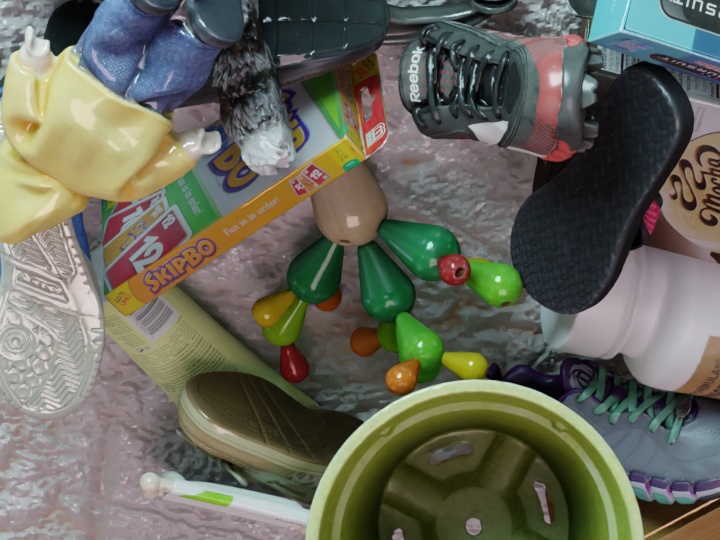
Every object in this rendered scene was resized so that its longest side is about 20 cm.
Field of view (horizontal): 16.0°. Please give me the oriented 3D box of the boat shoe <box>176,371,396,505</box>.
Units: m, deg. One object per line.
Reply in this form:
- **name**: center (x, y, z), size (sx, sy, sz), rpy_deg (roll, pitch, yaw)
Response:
- **boat shoe**: center (-0.052, 0.120, 1.653), size (0.063, 0.073, 0.200), rpy_deg (-44, 139, 19)

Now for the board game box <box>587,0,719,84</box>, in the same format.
- **board game box**: center (0.220, -0.201, 1.398), size (0.150, 0.047, 0.201), rpy_deg (16, 82, -18)

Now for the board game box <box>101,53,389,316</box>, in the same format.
- **board game box**: center (-0.071, -0.058, 1.524), size (0.200, 0.096, 0.030), rpy_deg (-30, 126, 17)

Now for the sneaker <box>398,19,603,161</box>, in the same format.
- **sneaker**: center (0.074, -0.103, 1.447), size (0.098, 0.200, 0.071), rpy_deg (6, 95, -14)

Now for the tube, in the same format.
- **tube**: center (-0.110, 0.055, 1.645), size (0.058, 0.052, 0.200), rpy_deg (5, 150, 41)

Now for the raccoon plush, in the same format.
- **raccoon plush**: center (-0.127, -0.137, 1.413), size (0.134, 0.201, 0.097), rpy_deg (-17, 162, 8)

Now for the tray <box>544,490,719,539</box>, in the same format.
- **tray**: center (0.221, 0.144, 1.715), size (0.200, 0.099, 0.037), rpy_deg (-30, 124, 17)

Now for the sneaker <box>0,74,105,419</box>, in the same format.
- **sneaker**: center (-0.191, -0.019, 1.525), size (0.076, 0.111, 0.201), rpy_deg (-8, 113, 3)

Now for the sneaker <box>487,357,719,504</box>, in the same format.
- **sneaker**: center (0.172, 0.097, 1.646), size (0.199, 0.075, 0.088), rpy_deg (-3, 133, 36)

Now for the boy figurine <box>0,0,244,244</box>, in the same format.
- **boy figurine**: center (-0.136, -0.084, 1.376), size (0.124, 0.065, 0.200), rpy_deg (23, 130, -22)

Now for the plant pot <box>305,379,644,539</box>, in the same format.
- **plant pot**: center (0.070, 0.165, 1.591), size (0.199, 0.184, 0.201), rpy_deg (0, 90, 2)

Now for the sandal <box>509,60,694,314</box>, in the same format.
- **sandal**: center (0.147, -0.045, 1.471), size (0.045, 0.075, 0.200), rpy_deg (-22, 156, -37)

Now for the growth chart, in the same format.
- **growth chart**: center (-0.076, 0.152, 1.661), size (0.144, 0.200, 0.018), rpy_deg (14, 83, -5)

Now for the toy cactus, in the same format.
- **toy cactus**: center (0.000, 0.000, 1.573), size (0.200, 0.102, 0.166), rpy_deg (-8, 109, 48)

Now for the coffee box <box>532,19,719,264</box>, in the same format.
- **coffee box**: center (0.213, -0.072, 1.535), size (0.199, 0.080, 0.113), rpy_deg (14, 127, -4)

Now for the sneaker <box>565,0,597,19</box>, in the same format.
- **sneaker**: center (0.203, -0.154, 1.473), size (0.199, 0.104, 0.060), rpy_deg (21, 123, -21)

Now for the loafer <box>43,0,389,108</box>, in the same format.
- **loafer**: center (-0.081, -0.132, 1.491), size (0.199, 0.073, 0.072), rpy_deg (-4, 154, 4)

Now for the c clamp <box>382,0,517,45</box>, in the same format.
- **c clamp**: center (0.052, -0.211, 1.460), size (0.170, 0.027, 0.201), rpy_deg (0, 129, -5)

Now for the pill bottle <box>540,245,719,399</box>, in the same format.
- **pill bottle**: center (0.221, 0.022, 1.609), size (0.199, 0.115, 0.115), rpy_deg (10, 127, -14)
